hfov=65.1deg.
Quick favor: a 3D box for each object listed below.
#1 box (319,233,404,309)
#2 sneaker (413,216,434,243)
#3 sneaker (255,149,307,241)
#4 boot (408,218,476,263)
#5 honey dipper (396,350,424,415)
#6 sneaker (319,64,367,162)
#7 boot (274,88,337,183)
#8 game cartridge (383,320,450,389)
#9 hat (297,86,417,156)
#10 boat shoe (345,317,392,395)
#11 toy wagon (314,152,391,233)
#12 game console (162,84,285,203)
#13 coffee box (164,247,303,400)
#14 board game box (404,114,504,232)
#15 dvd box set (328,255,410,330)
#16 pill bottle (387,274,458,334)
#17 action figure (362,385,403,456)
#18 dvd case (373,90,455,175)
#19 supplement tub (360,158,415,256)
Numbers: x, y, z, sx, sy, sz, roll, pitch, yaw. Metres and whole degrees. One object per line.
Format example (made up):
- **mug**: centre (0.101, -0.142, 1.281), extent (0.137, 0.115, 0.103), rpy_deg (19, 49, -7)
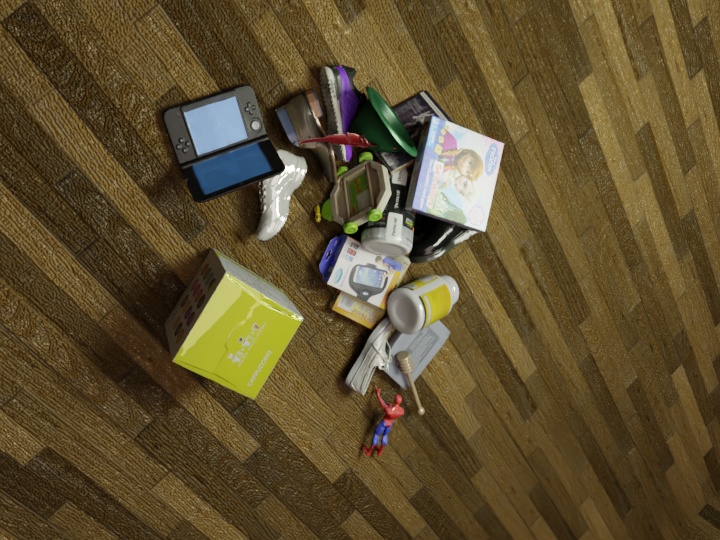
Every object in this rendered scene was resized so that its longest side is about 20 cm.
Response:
- **box**: centre (0.000, 0.000, 1.337), extent (0.196, 0.041, 0.122), rpy_deg (24, 94, -30)
- **sneaker**: centre (0.173, -0.121, 1.389), extent (0.194, 0.083, 0.125), rpy_deg (-15, 117, -28)
- **sneaker**: centre (-0.189, -0.164, 1.215), extent (0.085, 0.074, 0.206), rpy_deg (22, 87, -35)
- **boot**: centre (0.176, -0.129, 1.307), extent (0.207, 0.079, 0.162), rpy_deg (-30, 107, -16)
- **honey dipper**: centre (0.137, 0.305, 1.490), extent (0.037, 0.038, 0.206), rpy_deg (-25, 116, -15)
- **sneaker**: centre (-0.024, -0.346, 1.240), extent (0.097, 0.069, 0.207), rpy_deg (-17, 112, -21)
- **boot**: centre (-0.115, -0.278, 1.225), extent (0.094, 0.075, 0.207), rpy_deg (-19, 104, -6)
- **game cartridge**: centre (0.140, 0.203, 1.500), extent (0.201, 0.040, 0.133), rpy_deg (-50, 122, -4)
- **hat**: centre (0.000, -0.274, 1.213), extent (0.174, 0.167, 0.200), rpy_deg (-36, 112, 20)
- **boat shoe**: centre (0.043, 0.224, 1.419), extent (0.206, 0.085, 0.074), rpy_deg (-59, 162, 3)
- **toy wagon**: centre (-0.020, -0.162, 1.258), extent (0.196, 0.160, 0.039), rpy_deg (-25, 151, 31)
- **game console**: centre (-0.271, -0.257, 1.124), extent (0.195, 0.118, 0.178), rpy_deg (-23, 114, -17)
- **coffee box**: centre (-0.270, 0.108, 1.188), extent (0.197, 0.197, 0.203), rpy_deg (33, 91, -28)
- **board game box**: centre (0.210, -0.210, 1.247), extent (0.193, 0.041, 0.208), rpy_deg (13, 89, -21)
- **dvd box set**: centre (0.025, 0.031, 1.396), extent (0.144, 0.029, 0.205), rpy_deg (26, 93, -29)
- **pill bottle**: centre (0.162, 0.076, 1.401), extent (0.197, 0.110, 0.116), rpy_deg (-19, 116, -46)
- **action figure**: centre (0.058, 0.391, 1.509), extent (0.063, 0.100, 0.204), rpy_deg (7, 124, -28)
- **dvd case**: centre (0.111, -0.317, 1.282), extent (0.196, 0.151, 0.016), rpy_deg (-30, 156, -12)
- **supplement tub**: centre (0.068, -0.146, 1.285), extent (0.119, 0.121, 0.208), rpy_deg (13, 76, -27)
